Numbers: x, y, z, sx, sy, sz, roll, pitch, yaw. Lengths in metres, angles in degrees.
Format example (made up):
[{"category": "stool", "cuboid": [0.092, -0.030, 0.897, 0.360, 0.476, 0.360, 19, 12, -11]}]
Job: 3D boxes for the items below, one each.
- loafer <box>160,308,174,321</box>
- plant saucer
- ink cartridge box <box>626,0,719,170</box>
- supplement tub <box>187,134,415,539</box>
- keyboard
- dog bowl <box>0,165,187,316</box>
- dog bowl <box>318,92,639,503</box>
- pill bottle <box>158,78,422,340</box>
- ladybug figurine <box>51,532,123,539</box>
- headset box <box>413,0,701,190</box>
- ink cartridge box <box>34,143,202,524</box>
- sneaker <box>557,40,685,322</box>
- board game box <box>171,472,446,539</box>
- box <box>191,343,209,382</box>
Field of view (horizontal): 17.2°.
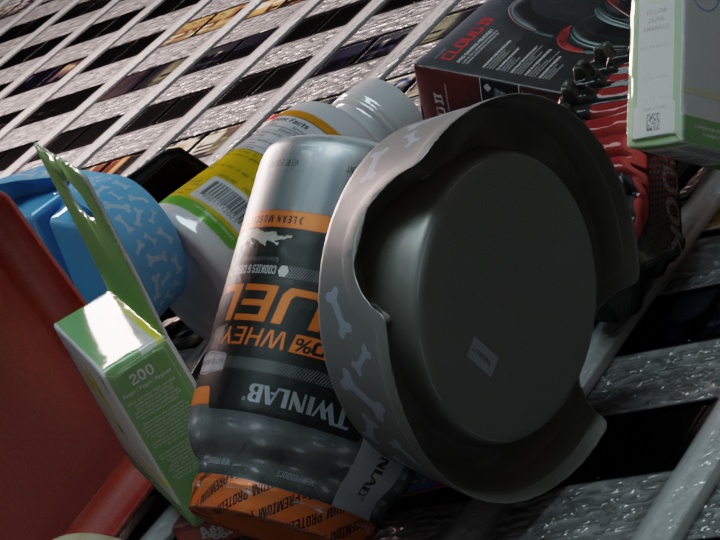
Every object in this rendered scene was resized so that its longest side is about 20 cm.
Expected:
[{"category": "loafer", "cuboid": [-0.117, -0.016, 1.698, 0.200, 0.068, 0.070, -36, -11, -8]}, {"category": "plant saucer", "cuboid": [-0.209, 0.083, 1.392, 0.037, 0.200, 0.200, -25, 17, 34]}, {"category": "ink cartridge box", "cuboid": [0.214, -0.156, 1.343, 0.145, 0.201, 0.048, 10, -10, -40]}, {"category": "supplement tub", "cuboid": [-0.017, 0.041, 1.232, 0.122, 0.122, 0.201, -3, 68, 51]}, {"category": "keyboard", "cuboid": [-0.155, -0.033, 1.730, 0.127, 0.021, 0.200, -41, -15, 3]}, {"category": "dog bowl", "cuboid": [-0.188, -0.017, 1.601, 0.050, 0.112, 0.200, -34, 25, -31]}, {"category": "dog bowl", "cuboid": [0.058, 0.013, 1.179, 0.059, 0.201, 0.200, 2, 34, 43]}, {"category": "pill bottle", "cuboid": [-0.044, -0.045, 1.624, 0.200, 0.111, 0.111, -38, 21, -27]}, {"category": "ladybug figurine", "cuboid": [-0.173, 0.202, 1.220, 0.135, 0.072, 0.200, -11, 26, 41]}, {"category": "headset box", "cuboid": [0.142, -0.126, 1.533, 0.200, 0.075, 0.149, 15, 43, 36]}, {"category": "ink cartridge box", "cuboid": [-0.139, 0.033, 1.333, 0.048, 0.200, 0.145, -33, 18, -11]}, {"category": "sneaker", "cuboid": [0.149, -0.050, 1.363, 0.071, 0.098, 0.201, -6, 42, 24]}, {"category": "board game box", "cuboid": [-0.004, 0.102, 1.328, 0.200, 0.019, 0.103, -17, 23, 31]}, {"category": "box", "cuboid": [-0.033, 0.030, 1.398, 0.136, 0.038, 0.200, -37, -4, -16]}]
